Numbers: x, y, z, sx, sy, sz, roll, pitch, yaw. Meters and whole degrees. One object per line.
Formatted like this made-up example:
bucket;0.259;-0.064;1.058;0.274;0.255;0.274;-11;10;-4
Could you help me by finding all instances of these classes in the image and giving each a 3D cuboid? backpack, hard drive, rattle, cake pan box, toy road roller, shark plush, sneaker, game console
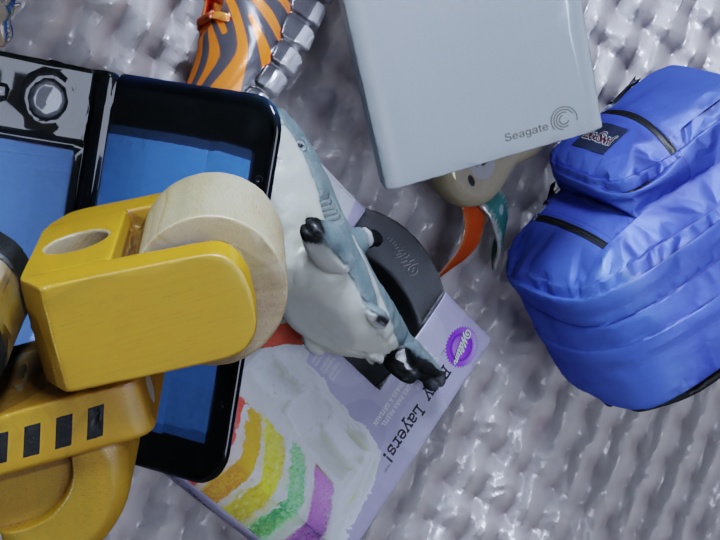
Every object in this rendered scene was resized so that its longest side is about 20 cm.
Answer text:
backpack;0.190;-0.022;1.007;0.199;0.162;0.169;-38;107;-9
hard drive;0.053;-0.156;0.860;0.130;0.027;0.202;-16;114;-5
rattle;0.104;-0.088;0.952;0.130;0.142;0.203;14;83;-53
cake pan box;-0.034;0.058;0.933;0.184;0.052;0.201;46;72;-32
toy road roller;-0.122;0.050;0.741;0.197;0.123;0.148;-14;108;1
shark plush;0.000;0.000;0.881;0.200;0.090;0.084;39;46;-26
sneaker;-0.073;-0.167;0.865;0.112;0.077;0.201;40;66;-26
game console;-0.152;-0.005;0.801;0.169;0.118;0.203;7;93;-32

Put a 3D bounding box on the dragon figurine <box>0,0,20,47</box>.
dragon figurine;-0.202;-0.176;0.726;0.058;0.100;0.202;-6;131;-1
